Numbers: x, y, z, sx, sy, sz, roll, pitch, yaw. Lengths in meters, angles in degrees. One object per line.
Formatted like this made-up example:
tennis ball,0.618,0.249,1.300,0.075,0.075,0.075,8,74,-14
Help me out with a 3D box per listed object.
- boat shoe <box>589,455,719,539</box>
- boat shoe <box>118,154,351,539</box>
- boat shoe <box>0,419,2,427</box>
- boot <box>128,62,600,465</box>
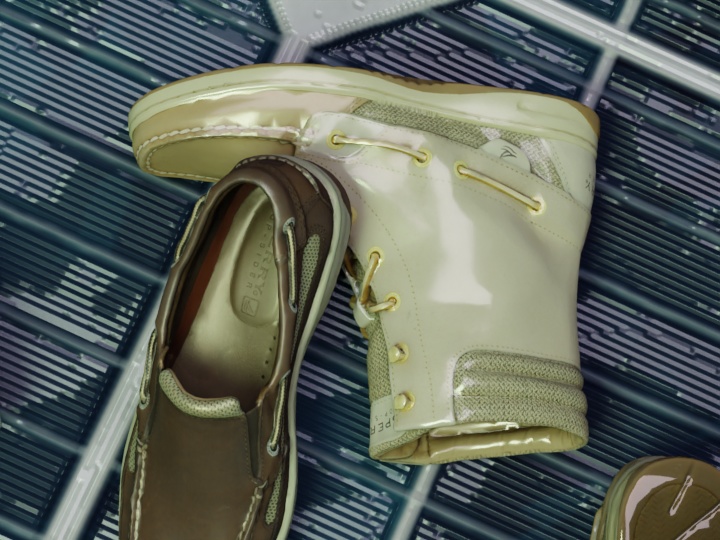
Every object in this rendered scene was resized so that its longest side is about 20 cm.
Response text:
boat shoe,0.118,0.175,1.170,0.071,0.065,0.201,8,87,-12
boat shoe,-0.061,0.052,1.147,0.074,0.075,0.203,12,93,16
boat shoe,-0.228,0.003,1.180,0.091,0.071,0.200,-31,72,-14
boot,0.000,0.000,1.208,0.199,0.073,0.156,5,73,-9
